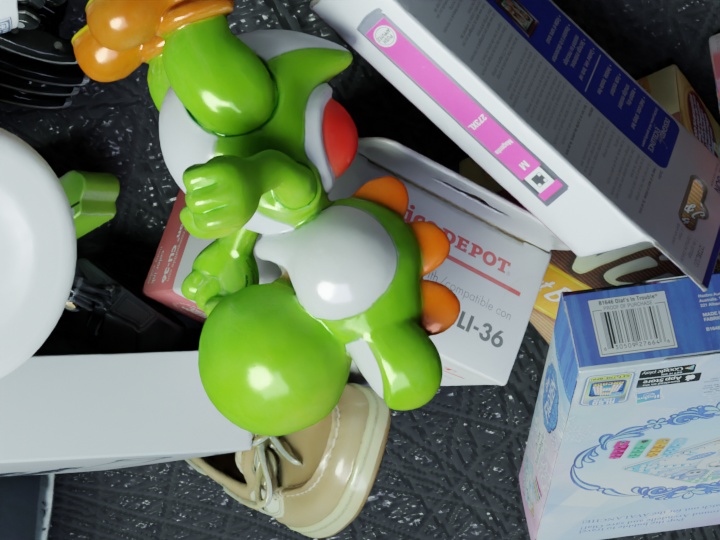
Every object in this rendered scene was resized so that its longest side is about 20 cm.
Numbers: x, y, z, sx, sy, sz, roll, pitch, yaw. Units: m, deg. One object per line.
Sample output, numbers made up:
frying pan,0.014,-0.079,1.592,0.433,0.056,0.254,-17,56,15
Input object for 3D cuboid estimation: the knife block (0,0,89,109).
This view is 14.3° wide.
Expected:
knife block,-0.213,-0.121,1.191,0.199,0.064,0.176,-2,153,25

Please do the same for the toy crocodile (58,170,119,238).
toy crocodile,-0.198,0.001,1.324,0.200,0.062,0.067,-30,169,24

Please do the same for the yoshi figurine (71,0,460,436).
yoshi figurine,-0.050,-0.018,1.118,0.112,0.112,0.200,-34,89,36

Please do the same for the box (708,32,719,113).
box,0.262,-0.072,1.230,0.199,0.095,0.103,-19,132,17

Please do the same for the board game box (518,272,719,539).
board game box,0.178,0.057,1.271,0.199,0.044,0.199,-7,153,-6

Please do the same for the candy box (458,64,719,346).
candy box,0.144,0.006,1.332,0.115,0.055,0.200,-24,129,21

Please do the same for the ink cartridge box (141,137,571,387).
ink cartridge box,0.000,0.000,1.244,0.116,0.068,0.200,26,166,-23

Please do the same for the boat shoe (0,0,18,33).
boat shoe,-0.178,-0.183,1.073,0.065,0.074,0.201,-13,92,-11

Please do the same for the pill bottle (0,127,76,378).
pill bottle,-0.207,-0.022,1.198,0.112,0.200,0.113,-7,104,-29

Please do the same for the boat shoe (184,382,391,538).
boat shoe,-0.046,0.078,1.325,0.062,0.074,0.200,22,170,-21

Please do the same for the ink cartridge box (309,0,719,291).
ink cartridge box,0.072,-0.073,1.187,0.200,0.095,0.037,40,124,-10

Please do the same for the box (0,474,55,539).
box,-0.258,0.143,1.425,0.199,0.105,0.148,8,133,-9

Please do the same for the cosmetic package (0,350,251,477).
cosmetic package,-0.171,0.068,1.290,0.199,0.052,0.151,-1,172,-30

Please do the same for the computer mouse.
computer mouse,-0.119,0.018,1.276,0.059,0.200,0.034,37,89,10
